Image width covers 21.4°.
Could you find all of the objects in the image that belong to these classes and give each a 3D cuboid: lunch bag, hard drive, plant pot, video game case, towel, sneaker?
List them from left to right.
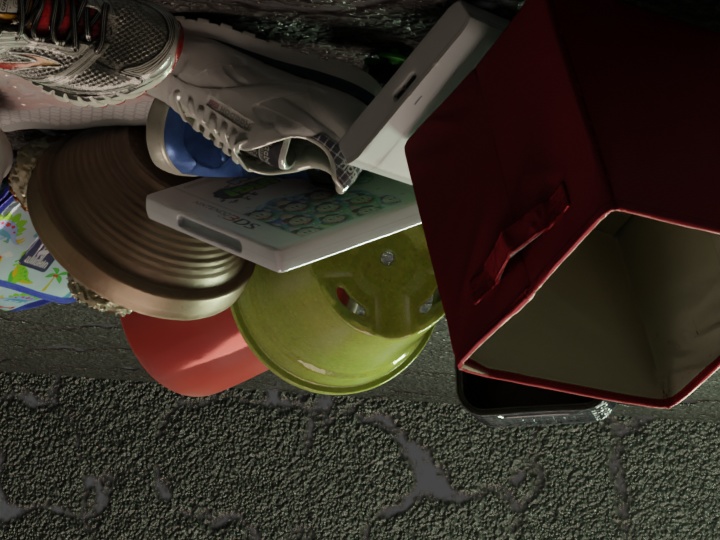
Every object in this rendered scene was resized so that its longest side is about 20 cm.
[{"bbox_3d":[-0.344,-0.039,1.885,0.199,0.129,0.169,-18,156,35],"label":"lunch bag"},{"bbox_3d":[-0.213,-0.156,1.230,0.198,0.079,0.082,6,169,-1],"label":"sneaker"},{"bbox_3d":[-0.252,-0.144,1.461,0.198,0.033,0.191,1,169,23],"label":"towel"},{"bbox_3d":[-0.165,-0.063,1.562,0.199,0.202,0.093,11,131,-28],"label":"plant pot"},{"bbox_3d":[-0.084,-0.114,1.305,0.198,0.081,0.076,15,163,16],"label":"sneaker"},{"bbox_3d":[-0.109,0.014,1.862,0.176,0.202,0.200,-14,160,38],"label":"plant pot"},{"bbox_3d":[-0.062,-0.101,1.405,0.110,0.078,0.199,5,-178,31],"label":"sneaker"},{"bbox_3d":[-0.035,-0.056,1.463,0.199,0.024,0.181,-20,-155,-33],"label":"video game case"},{"bbox_3d":[0.000,0.000,1.612,0.199,0.202,0.184,8,172,-14],"label":"plant pot"},{"bbox_3d":[0.097,-0.101,1.290,0.199,0.026,0.132,15,126,-42],"label":"hard drive"}]

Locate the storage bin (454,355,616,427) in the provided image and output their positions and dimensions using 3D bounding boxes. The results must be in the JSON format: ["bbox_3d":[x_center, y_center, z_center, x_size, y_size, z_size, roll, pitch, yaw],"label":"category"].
[{"bbox_3d":[0.154,0.032,1.686,0.134,0.202,0.094,-4,169,11],"label":"storage bin"}]

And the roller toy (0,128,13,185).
[{"bbox_3d":[-0.367,-0.073,1.461,0.198,0.141,0.183,7,160,20],"label":"roller toy"}]

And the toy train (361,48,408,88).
[{"bbox_3d":[0.088,-0.122,1.362,0.198,0.042,0.056,10,180,-20],"label":"toy train"}]

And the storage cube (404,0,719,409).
[{"bbox_3d":[0.155,-0.043,1.186,0.199,0.181,0.171,11,139,-30],"label":"storage cube"}]

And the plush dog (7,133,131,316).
[{"bbox_3d":[-0.232,-0.060,1.699,0.171,0.161,0.200,31,168,-19],"label":"plush dog"}]
